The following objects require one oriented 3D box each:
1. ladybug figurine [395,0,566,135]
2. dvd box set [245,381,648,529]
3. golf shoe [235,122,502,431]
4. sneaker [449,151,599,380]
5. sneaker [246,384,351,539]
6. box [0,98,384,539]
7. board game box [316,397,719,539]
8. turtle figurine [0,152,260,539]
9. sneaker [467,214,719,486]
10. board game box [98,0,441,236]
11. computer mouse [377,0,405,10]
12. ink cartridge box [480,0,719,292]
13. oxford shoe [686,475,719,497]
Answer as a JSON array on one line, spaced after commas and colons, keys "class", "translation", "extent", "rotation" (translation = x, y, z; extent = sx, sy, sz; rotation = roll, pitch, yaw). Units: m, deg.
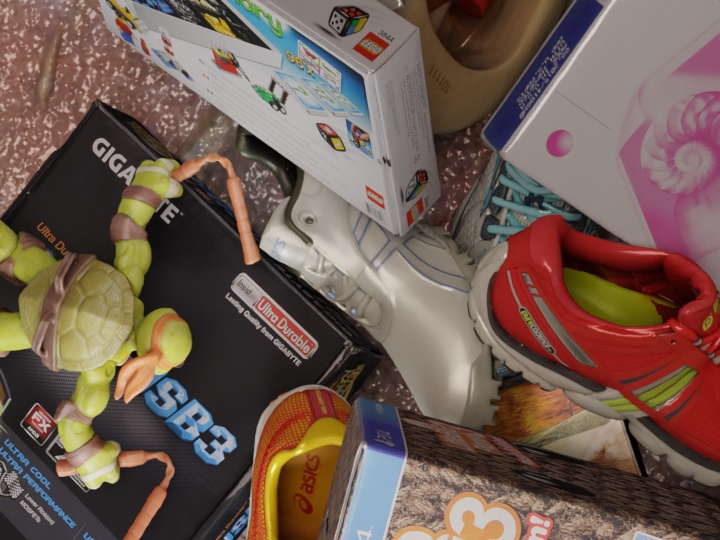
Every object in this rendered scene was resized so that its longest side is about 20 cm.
[{"class": "ladybug figurine", "translation": [0.043, -0.159, 1.142], "extent": [0.072, 0.136, 0.201], "rotation": [10, 64, 44]}, {"class": "dvd box set", "translation": [0.050, 0.141, 1.174], "extent": [0.199, 0.029, 0.147], "rotation": [-18, 84, 11]}, {"class": "golf shoe", "translation": [0.000, 0.000, 1.136], "extent": [0.097, 0.078, 0.201], "rotation": [-8, 58, -24]}, {"class": "sneaker", "translation": [0.085, -0.043, 1.143], "extent": [0.077, 0.086, 0.201], "rotation": [22, 96, 13]}, {"class": "sneaker", "translation": [-0.027, 0.156, 1.117], "extent": [0.072, 0.077, 0.202], "rotation": [-4, 109, -7]}, {"class": "box", "translation": [-0.121, 0.053, 1.193], "extent": [0.200, 0.050, 0.199], "rotation": [43, 100, 22]}, {"class": "board game box", "translation": [0.081, 0.133, 0.994], "extent": [0.198, 0.159, 0.098], "rotation": [15, 93, -2]}, {"class": "turtle figurine", "translation": [-0.143, 0.030, 1.143], "extent": [0.160, 0.064, 0.202], "rotation": [13, 89, 26]}, {"class": "sneaker", "translation": [0.146, 0.036, 1.074], "extent": [0.199, 0.085, 0.077], "rotation": [22, 53, -13]}, {"class": "board game box", "translation": [-0.050, -0.111, 1.091], "extent": [0.200, 0.127, 0.035], "rotation": [36, 68, 25]}, {"class": "computer mouse", "translation": [0.066, -0.199, 1.064], "extent": [0.199, 0.053, 0.140], "rotation": [-15, 82, -14]}, {"class": "ink cartridge box", "translation": [0.188, -0.086, 1.085], "extent": [0.199, 0.043, 0.197], "rotation": [31, 100, -23]}, {"class": "oxford shoe", "translation": [0.094, 0.146, 1.117], "extent": [0.199, 0.071, 0.073], "rotation": [-18, 80, 1]}]
